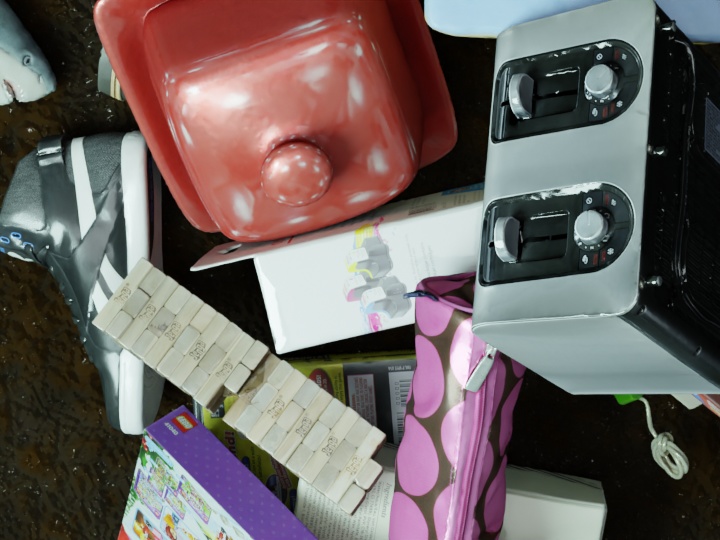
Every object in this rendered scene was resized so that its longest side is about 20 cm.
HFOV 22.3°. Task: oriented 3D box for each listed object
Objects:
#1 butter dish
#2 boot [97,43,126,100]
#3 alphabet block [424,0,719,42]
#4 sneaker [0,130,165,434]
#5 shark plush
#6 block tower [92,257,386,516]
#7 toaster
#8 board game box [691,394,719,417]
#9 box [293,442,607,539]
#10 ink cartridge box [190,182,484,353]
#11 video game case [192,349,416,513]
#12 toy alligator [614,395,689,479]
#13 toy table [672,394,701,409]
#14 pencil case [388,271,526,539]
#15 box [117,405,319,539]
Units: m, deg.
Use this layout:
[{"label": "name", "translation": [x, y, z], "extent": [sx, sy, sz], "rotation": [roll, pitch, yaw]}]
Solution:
[{"label": "butter dish", "translation": [-0.044, -0.094, 1.134], "extent": [0.198, 0.148, 0.201], "rotation": [-18, 126, 5]}, {"label": "boot", "translation": [-0.079, -0.187, 1.193], "extent": [0.137, 0.077, 0.201], "rotation": [22, 99, -3]}, {"label": "alphabet block", "translation": [0.141, -0.234, 1.102], "extent": [0.195, 0.200, 0.197], "rotation": [4, 96, 4]}, {"label": "sneaker", "translation": [-0.190, 0.008, 1.230], "extent": [0.111, 0.073, 0.202], "rotation": [0, 89, 8]}, {"label": "shark plush", "translation": [-0.272, -0.201, 1.230], "extent": [0.083, 0.091, 0.201], "rotation": [-18, 74, -12]}, {"label": "block tower", "translation": [-0.071, 0.074, 1.149], "extent": [0.199, 0.058, 0.054], "rotation": [36, 82, 6]}, {"label": "toaster", "translation": [0.151, -0.033, 1.026], "extent": [0.118, 0.200, 0.182], "rotation": [-4, 70, 32]}, {"label": "board game box", "translation": [0.193, 0.003, 1.114], "extent": [0.103, 0.019, 0.200], "rotation": [-43, 50, -7]}, {"label": "box", "translation": [0.056, 0.165, 1.198], "extent": [0.198, 0.068, 0.083], "rotation": [11, 99, 3]}, {"label": "ink cartridge box", "translation": [0.000, 0.000, 1.184], "extent": [0.198, 0.115, 0.068], "rotation": [-12, 97, 7]}, {"label": "video game case", "translation": [-0.018, 0.157, 1.251], "extent": [0.179, 0.026, 0.202], "rotation": [-4, 97, 5]}, {"label": "toy alligator", "translation": [0.170, 0.041, 1.208], "extent": [0.054, 0.059, 0.201], "rotation": [-35, 93, -33]}, {"label": "toy table", "translation": [0.269, 0.064, 1.150], "extent": [0.117, 0.201, 0.184], "rotation": [-35, 126, 18]}, {"label": "pencil case", "translation": [0.061, 0.102, 1.097], "extent": [0.090, 0.094, 0.202], "rotation": [-2, 108, -19]}, {"label": "box", "translation": [-0.074, 0.201, 1.183], "extent": [0.200, 0.039, 0.137], "rotation": [42, 137, 22]}]
